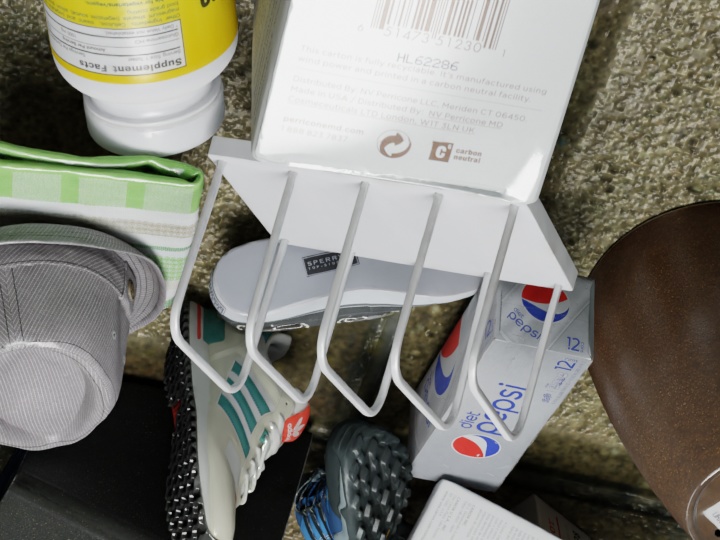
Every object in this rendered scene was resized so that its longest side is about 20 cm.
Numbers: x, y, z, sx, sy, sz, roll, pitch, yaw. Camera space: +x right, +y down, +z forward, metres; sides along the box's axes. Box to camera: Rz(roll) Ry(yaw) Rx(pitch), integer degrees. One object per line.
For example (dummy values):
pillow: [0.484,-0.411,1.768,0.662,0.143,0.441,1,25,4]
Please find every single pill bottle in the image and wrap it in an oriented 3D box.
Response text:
pill bottle: [-0.130,-0.171,1.435,0.112,0.113,0.200,-4,127,1]

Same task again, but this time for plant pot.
plant pot: [-0.167,0.187,1.661,0.177,0.200,0.200,30,121,-7]
plant pot: [0.242,0.089,1.586,0.186,0.200,0.187,-1,127,-1]

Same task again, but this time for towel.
towel: [-0.178,-0.029,1.535,0.149,0.031,0.200,5,156,-9]

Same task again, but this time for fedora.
fedora: [-0.204,0.053,1.537,0.176,0.090,0.200,-8,153,-8]

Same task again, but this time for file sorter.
file sorter: [0.008,0.016,1.465,0.200,0.125,0.139,9,162,20]

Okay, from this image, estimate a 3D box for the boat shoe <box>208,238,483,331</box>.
boat shoe: [0.000,0.000,1.603,0.199,0.069,0.057,-8,162,-5]

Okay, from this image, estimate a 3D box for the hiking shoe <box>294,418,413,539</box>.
hiking shoe: [-0.014,0.160,1.669,0.087,0.074,0.200,23,150,21]

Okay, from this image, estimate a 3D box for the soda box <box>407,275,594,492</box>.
soda box: [0.089,0.072,1.610,0.068,0.064,0.200,12,148,-10]

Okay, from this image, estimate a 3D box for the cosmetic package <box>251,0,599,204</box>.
cosmetic package: [0.033,-0.168,1.388,0.167,0.200,0.167,9,124,-8]

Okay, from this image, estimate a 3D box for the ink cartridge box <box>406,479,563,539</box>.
ink cartridge box: [0.104,0.255,1.644,0.200,0.162,0.050,28,163,2]

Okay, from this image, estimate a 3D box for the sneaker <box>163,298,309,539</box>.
sneaker: [-0.075,0.103,1.590,0.093,0.200,0.070,9,134,-16]

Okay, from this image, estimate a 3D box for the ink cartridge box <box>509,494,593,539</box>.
ink cartridge box: [0.144,0.243,1.747,0.067,0.116,0.200,-39,119,24]
